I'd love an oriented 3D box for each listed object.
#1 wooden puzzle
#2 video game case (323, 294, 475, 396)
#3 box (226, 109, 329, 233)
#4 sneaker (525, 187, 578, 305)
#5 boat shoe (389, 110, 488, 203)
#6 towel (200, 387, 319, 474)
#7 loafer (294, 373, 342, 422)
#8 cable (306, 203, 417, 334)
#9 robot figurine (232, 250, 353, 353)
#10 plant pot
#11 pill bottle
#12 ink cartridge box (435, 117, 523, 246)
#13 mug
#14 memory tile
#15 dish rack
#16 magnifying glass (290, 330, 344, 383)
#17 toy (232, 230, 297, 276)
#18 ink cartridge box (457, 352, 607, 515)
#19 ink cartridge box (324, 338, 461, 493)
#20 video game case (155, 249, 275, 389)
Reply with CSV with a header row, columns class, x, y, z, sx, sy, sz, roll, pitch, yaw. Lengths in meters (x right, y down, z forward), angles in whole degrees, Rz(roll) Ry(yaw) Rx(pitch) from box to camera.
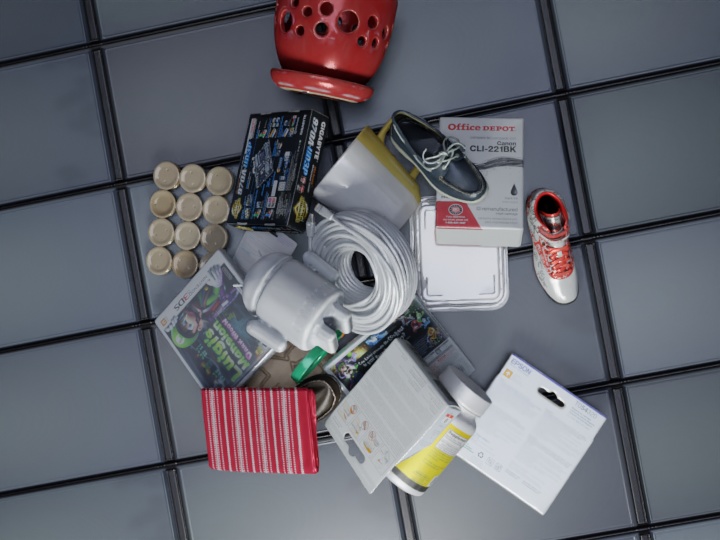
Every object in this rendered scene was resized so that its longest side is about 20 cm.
class,x,y,z,sx,sy,sz,roll,pitch,yaw
wooden puzzle,-0.141,0.181,1.656,0.185,0.046,0.200,40,97,4
video game case,0.067,0.165,1.624,0.200,0.023,0.182,-39,107,3
box,-0.140,-0.166,1.600,0.158,0.046,0.202,4,79,43
sneaker,0.322,-0.039,1.592,0.067,0.108,0.204,-14,89,3
boat shoe,0.125,-0.186,1.528,0.075,0.062,0.200,-40,70,-8
towel,-0.163,0.260,1.558,0.198,0.022,0.146,-2,99,19
loafer,-0.117,0.244,1.592,0.199,0.071,0.073,-34,91,12
cable,0.000,0.000,1.546,0.199,0.069,0.202,24,123,29
robot figurine,-0.105,0.047,1.509,0.199,0.113,0.170,32,68,16
plant pot,-0.049,-0.379,1.582,0.198,0.200,0.185,11,99,4
pill bottle,0.120,0.264,1.586,0.114,0.114,0.201,39,97,3
ink cartridge box,0.198,-0.149,1.584,0.143,0.084,0.202,2,71,6
mug,0.031,-0.150,1.597,0.153,0.150,0.187,40,107,-5
memory tile,-0.300,-0.087,1.672,0.152,0.017,0.202,5,91,11
dish rack,0.169,-0.031,1.636,0.170,0.044,0.202,-2,88,5
magnifying glass,-0.050,0.117,1.593,0.022,0.080,0.200,40,50,8
toy,-0.182,0.020,1.647,0.115,0.047,0.201,34,97,34
ink cartridge box,0.283,0.276,1.625,0.195,0.043,0.201,34,91,6
ink cartridge box,0.050,0.238,1.552,0.201,0.050,0.162,-52,51,16
video game case,-0.238,0.099,1.614,0.182,0.023,0.200,-46,70,16
